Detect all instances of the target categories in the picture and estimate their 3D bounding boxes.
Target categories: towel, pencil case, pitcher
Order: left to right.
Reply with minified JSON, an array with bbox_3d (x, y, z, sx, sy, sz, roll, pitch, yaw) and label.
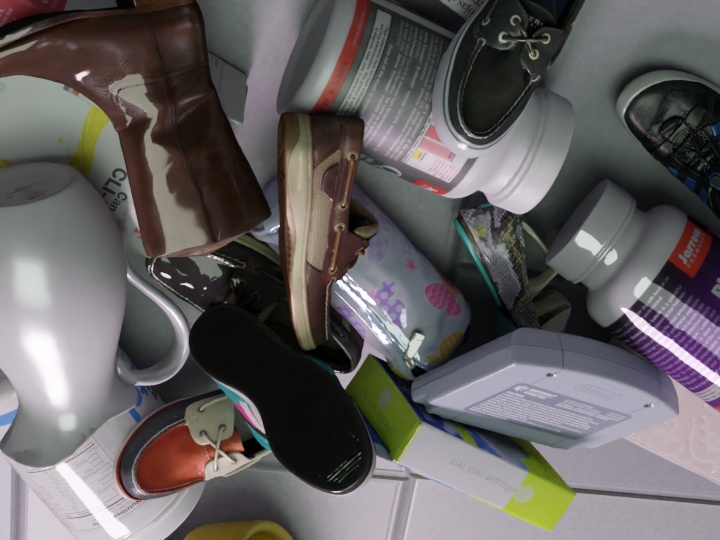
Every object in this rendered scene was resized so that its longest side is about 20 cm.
[{"bbox_3d":[-0.206,0.019,1.075,0.171,0.121,0.201,-29,124,-37],"label":"pitcher"},{"bbox_3d":[0.000,0.000,1.171,0.083,0.091,0.200,-18,125,43],"label":"pencil case"},{"bbox_3d":[0.308,0.081,1.268,0.191,0.032,0.200,27,115,-18],"label":"towel"}]

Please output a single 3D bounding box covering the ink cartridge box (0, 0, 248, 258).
[{"bbox_3d":[-0.202,-0.122,1.087,0.200,0.084,0.145,28,118,-19],"label":"ink cartridge box"}]

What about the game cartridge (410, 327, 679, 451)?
[{"bbox_3d":[0.156,0.096,1.175,0.200,0.041,0.133,19,149,-38],"label":"game cartridge"}]

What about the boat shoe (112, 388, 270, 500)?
[{"bbox_3d":[-0.110,0.134,1.205,0.200,0.062,0.071,-23,109,-37],"label":"boat shoe"}]

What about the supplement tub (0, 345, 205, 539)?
[{"bbox_3d":[-0.232,0.129,1.222,0.132,0.132,0.200,-25,122,14],"label":"supplement tub"}]

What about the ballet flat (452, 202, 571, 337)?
[{"bbox_3d":[0.137,0.024,1.208,0.072,0.072,0.201,-17,124,9],"label":"ballet flat"}]

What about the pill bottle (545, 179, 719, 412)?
[{"bbox_3d":[0.249,0.019,1.153,0.200,0.111,0.112,35,117,-3],"label":"pill bottle"}]

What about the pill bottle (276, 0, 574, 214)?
[{"bbox_3d":[0.049,-0.122,1.078,0.199,0.116,0.116,23,120,-15],"label":"pill bottle"}]

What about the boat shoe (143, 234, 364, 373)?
[{"bbox_3d":[-0.083,0.026,1.198,0.200,0.066,0.072,25,120,-17],"label":"boat shoe"}]

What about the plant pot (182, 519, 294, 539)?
[{"bbox_3d":[-0.162,0.332,1.334,0.188,0.201,0.201,-7,125,22],"label":"plant pot"}]

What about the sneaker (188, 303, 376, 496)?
[{"bbox_3d":[-0.043,0.115,1.130,0.084,0.200,0.121,-46,145,-1],"label":"sneaker"}]

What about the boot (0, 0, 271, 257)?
[{"bbox_3d":[-0.168,-0.084,1.005,0.186,0.064,0.201,-20,110,-14],"label":"boot"}]

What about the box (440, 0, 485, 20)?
[{"bbox_3d":[0.035,-0.237,1.047,0.200,0.042,0.039,32,117,-22],"label":"box"}]

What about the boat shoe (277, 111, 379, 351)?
[{"bbox_3d":[-0.021,-0.026,1.059,0.072,0.072,0.201,-5,126,-7],"label":"boat shoe"}]

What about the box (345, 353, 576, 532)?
[{"bbox_3d":[0.073,0.141,1.227,0.200,0.122,0.048,28,101,-30],"label":"box"}]

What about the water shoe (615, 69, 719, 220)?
[{"bbox_3d":[0.284,-0.082,1.135,0.200,0.079,0.072,32,116,-21],"label":"water shoe"}]

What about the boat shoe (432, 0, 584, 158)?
[{"bbox_3d":[0.112,-0.170,1.016,0.068,0.057,0.201,31,74,-12],"label":"boat shoe"}]
